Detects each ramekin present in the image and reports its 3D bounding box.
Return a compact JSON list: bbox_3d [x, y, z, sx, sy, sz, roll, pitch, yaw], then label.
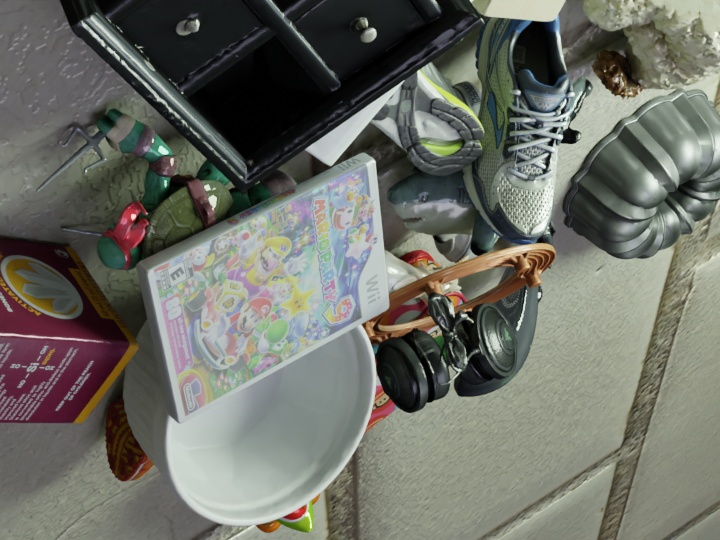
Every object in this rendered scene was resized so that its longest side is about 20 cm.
[{"bbox_3d":[-0.097,0.095,1.240,0.200,0.105,0.201,-16,117,-33],"label":"ramekin"}]

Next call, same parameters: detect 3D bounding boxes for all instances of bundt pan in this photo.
[{"bbox_3d":[0.312,-0.088,1.594,0.202,0.076,0.202,-29,150,-19],"label":"bundt pan"}]

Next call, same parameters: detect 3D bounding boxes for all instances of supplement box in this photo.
[{"bbox_3d":[-0.270,0.039,1.069,0.200,0.110,0.086,8,126,-53],"label":"supplement box"}]

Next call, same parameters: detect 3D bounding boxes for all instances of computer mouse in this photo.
[{"bbox_3d":[0.156,0.042,1.526,0.200,0.053,0.139,-63,165,-12],"label":"computer mouse"}]

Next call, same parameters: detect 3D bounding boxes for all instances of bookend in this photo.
[{"bbox_3d":[-0.058,-0.180,0.964,0.200,0.092,0.199,-34,142,8],"label":"bookend"}]

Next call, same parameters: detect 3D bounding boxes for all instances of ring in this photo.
[{"bbox_3d":[0.077,0.028,1.317,0.200,0.019,0.200,-21,167,-5],"label":"ring"}]

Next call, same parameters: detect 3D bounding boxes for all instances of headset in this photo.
[{"bbox_3d":[0.070,0.060,1.291,0.123,0.094,0.200,-21,-179,-1],"label":"headset"}]

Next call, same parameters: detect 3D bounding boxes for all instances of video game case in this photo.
[{"bbox_3d":[-0.066,0.013,1.135,0.200,0.018,0.143,-28,132,-27],"label":"video game case"}]

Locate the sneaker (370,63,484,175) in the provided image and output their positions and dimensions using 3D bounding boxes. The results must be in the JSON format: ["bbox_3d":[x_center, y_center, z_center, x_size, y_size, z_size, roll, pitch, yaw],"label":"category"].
[{"bbox_3d":[0.016,-0.152,1.174,0.074,0.081,0.200,-37,133,10],"label":"sneaker"}]

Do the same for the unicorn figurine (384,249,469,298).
[{"bbox_3d":[0.000,0.000,1.308,0.137,0.074,0.200,-18,150,18],"label":"unicorn figurine"}]

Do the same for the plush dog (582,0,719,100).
[{"bbox_3d":[0.297,-0.216,1.351,0.200,0.161,0.172,-32,177,-9],"label":"plush dog"}]

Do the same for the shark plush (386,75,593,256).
[{"bbox_3d":[0.119,-0.092,1.268,0.200,0.091,0.083,-36,109,0],"label":"shark plush"}]

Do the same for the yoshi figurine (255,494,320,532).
[{"bbox_3d":[-0.099,0.197,1.534,0.112,0.113,0.200,5,162,3],"label":"yoshi figurine"}]

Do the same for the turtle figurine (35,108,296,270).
[{"bbox_3d":[-0.137,-0.049,1.120,0.200,0.101,0.150,-28,150,-31],"label":"turtle figurine"}]

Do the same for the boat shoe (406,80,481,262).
[{"bbox_3d":[0.072,-0.075,1.343,0.066,0.072,0.200,-23,147,-19],"label":"boat shoe"}]

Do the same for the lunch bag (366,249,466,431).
[{"bbox_3d":[0.021,0.085,1.495,0.200,0.082,0.176,-38,152,-4],"label":"lunch bag"}]

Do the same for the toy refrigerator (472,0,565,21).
[{"bbox_3d":[0.145,-0.287,1.132,0.076,0.070,0.200,-3,135,-37],"label":"toy refrigerator"}]

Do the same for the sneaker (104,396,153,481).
[{"bbox_3d":[-0.162,0.110,1.330,0.077,0.073,0.200,1,132,-45],"label":"sneaker"}]

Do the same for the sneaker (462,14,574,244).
[{"bbox_3d":[0.129,-0.122,1.217,0.077,0.201,0.085,2,170,-18],"label":"sneaker"}]

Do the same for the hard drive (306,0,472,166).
[{"bbox_3d":[-0.009,-0.185,1.078,0.132,0.027,0.200,33,109,-26],"label":"hard drive"}]
